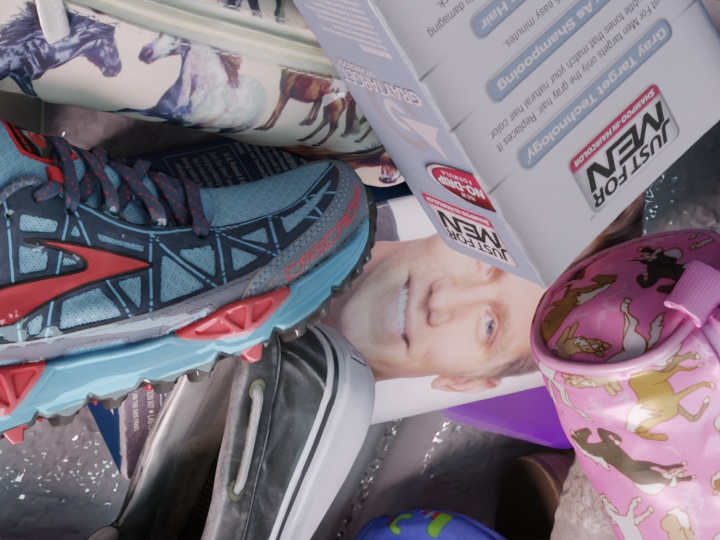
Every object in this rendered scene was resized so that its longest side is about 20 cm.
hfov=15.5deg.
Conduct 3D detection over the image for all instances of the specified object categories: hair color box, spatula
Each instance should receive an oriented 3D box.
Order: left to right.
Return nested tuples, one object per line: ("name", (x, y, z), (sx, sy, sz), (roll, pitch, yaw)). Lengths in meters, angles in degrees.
("hair color box", (0.000, 0.000, 0.947), (0.199, 0.061, 0.100), (-13, 128, -17))
("hair color box", (0.030, -0.103, 0.807), (0.099, 0.061, 0.200), (-43, 121, -16))
("spatula", (0.127, 0.051, 1.066), (0.199, 0.021, 0.057), (7, 125, -30))

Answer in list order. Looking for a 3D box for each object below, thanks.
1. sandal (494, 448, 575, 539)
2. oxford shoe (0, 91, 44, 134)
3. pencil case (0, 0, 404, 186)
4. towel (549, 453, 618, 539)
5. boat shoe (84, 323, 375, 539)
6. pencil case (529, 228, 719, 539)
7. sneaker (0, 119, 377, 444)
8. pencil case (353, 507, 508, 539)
("sandal", (0.091, 0.168, 1.101), (0.069, 0.078, 0.212), (-8, 119, -26))
("oxford shoe", (-0.148, 0.011, 0.862), (0.075, 0.058, 0.201), (20, 92, -27))
("pencil case", (-0.058, -0.081, 0.843), (0.199, 0.089, 0.078), (11, 105, -33))
("towel", (0.114, 0.146, 1.053), (0.200, 0.034, 0.133), (38, 68, -57))
("boat shoe", (-0.067, 0.104, 0.894), (0.071, 0.072, 0.201), (19, 94, -39))
("pencil case", (0.130, 0.081, 0.943), (0.086, 0.083, 0.200), (-21, 116, 17))
("sneaker", (-0.088, -0.007, 0.810), (0.199, 0.079, 0.096), (-21, 106, -20))
("pencil case", (-0.008, 0.173, 0.996), (0.087, 0.078, 0.200), (48, 53, -9))
